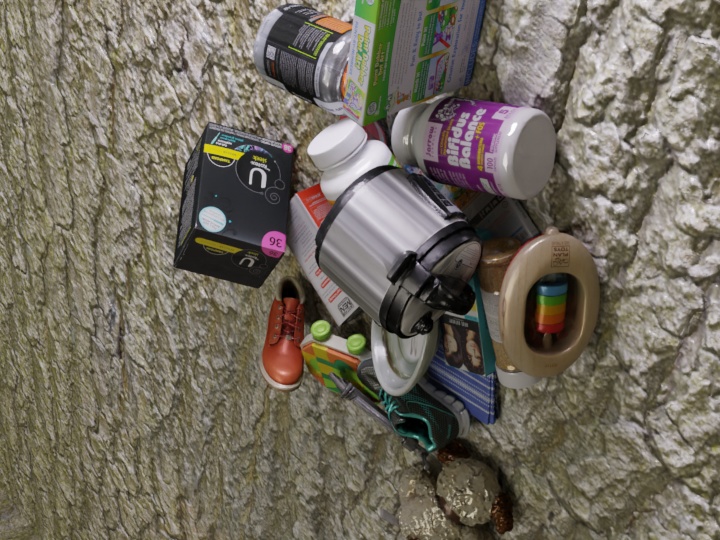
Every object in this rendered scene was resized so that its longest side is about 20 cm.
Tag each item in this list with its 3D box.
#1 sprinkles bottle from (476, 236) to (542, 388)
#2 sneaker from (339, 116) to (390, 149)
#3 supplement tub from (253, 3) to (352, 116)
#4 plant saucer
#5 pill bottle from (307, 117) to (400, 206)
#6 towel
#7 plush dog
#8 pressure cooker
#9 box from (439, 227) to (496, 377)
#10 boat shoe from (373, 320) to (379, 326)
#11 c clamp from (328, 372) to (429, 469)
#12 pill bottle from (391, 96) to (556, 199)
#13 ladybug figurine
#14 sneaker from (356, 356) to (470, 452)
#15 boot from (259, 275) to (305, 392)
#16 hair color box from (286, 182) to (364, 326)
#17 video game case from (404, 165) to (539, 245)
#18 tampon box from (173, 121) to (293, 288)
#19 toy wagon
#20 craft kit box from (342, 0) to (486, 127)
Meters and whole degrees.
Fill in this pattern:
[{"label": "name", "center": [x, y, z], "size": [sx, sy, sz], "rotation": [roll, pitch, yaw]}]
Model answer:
[{"label": "sprinkles bottle", "center": [0.200, 0.058, 1.633], "size": [0.068, 0.068, 0.202], "rotation": [15, 128, 46]}, {"label": "sneaker", "center": [-0.005, -0.144, 1.767], "size": [0.073, 0.086, 0.203], "rotation": [11, 119, 46]}, {"label": "supplement tub", "center": [-0.047, -0.291, 1.701], "size": [0.199, 0.122, 0.124], "rotation": [30, 133, 38]}, {"label": "plant saucer", "center": [0.075, 0.083, 1.782], "size": [0.200, 0.050, 0.203], "rotation": [-175, 90, -68]}, {"label": "pill bottle", "center": [0.013, -0.109, 1.695], "size": [0.110, 0.111, 0.201], "rotation": [-1, 131, 51]}, {"label": "towel", "center": [0.151, 0.117, 1.793], "size": [0.144, 0.024, 0.203], "rotation": [28, 130, 42]}, {"label": "plush dog", "center": [0.141, 0.358, 1.864], "size": [0.200, 0.160, 0.172], "rotation": [47, 115, 18]}, {"label": "pressure cooker", "center": [0.061, -0.013, 1.550], "size": [0.200, 0.175, 0.180], "rotation": [42, 143, 23]}, {"label": "box", "center": [0.148, 0.040, 1.687], "size": [0.082, 0.049, 0.203], "rotation": [13, 119, 47]}, {"label": "boat shoe", "center": [0.000, 0.000, 1.818], "size": [0.072, 0.067, 0.202], "rotation": [-55, 48, 47]}, {"label": "c clamp", "center": [0.029, 0.223, 1.881], "size": [0.199, 0.027, 0.171], "rotation": [39, -179, 0]}, {"label": "pill bottle", "center": [0.139, -0.160, 1.543], "size": [0.198, 0.112, 0.114], "rotation": [14, 122, 39]}, {"label": "ladybug figurine", "center": [0.236, 0.036, 1.556], "size": [0.072, 0.134, 0.203], "rotation": [-121, 32, -64]}, {"label": "sneaker", "center": [0.066, 0.200, 1.827], "size": [0.199, 0.091, 0.078], "rotation": [30, 132, 25]}, {"label": "boot", "center": [-0.124, 0.103, 2.005], "size": [0.202, 0.074, 0.108], "rotation": [-95, 15, -45]}, {"label": "hair color box", "center": [-0.047, -0.025, 1.914], "size": [0.201, 0.061, 0.102], "rotation": [58, 145, 9]}, {"label": "video game case", "center": [0.149, -0.098, 1.663], "size": [0.201, 0.018, 0.143], "rotation": [57, 144, 9]}, {"label": "tampon box", "center": [-0.199, -0.101, 1.911], "size": [0.126, 0.148, 0.203], "rotation": [131, 147, -52]}, {"label": "toy wagon", "center": [-0.004, 0.160, 1.948], "size": [0.198, 0.040, 0.156], "rotation": [20, 146, 28]}, {"label": "craft kit box", "center": [0.071, -0.296, 1.487], "size": [0.048, 0.196, 0.202], "rotation": [35, 135, 30]}]
